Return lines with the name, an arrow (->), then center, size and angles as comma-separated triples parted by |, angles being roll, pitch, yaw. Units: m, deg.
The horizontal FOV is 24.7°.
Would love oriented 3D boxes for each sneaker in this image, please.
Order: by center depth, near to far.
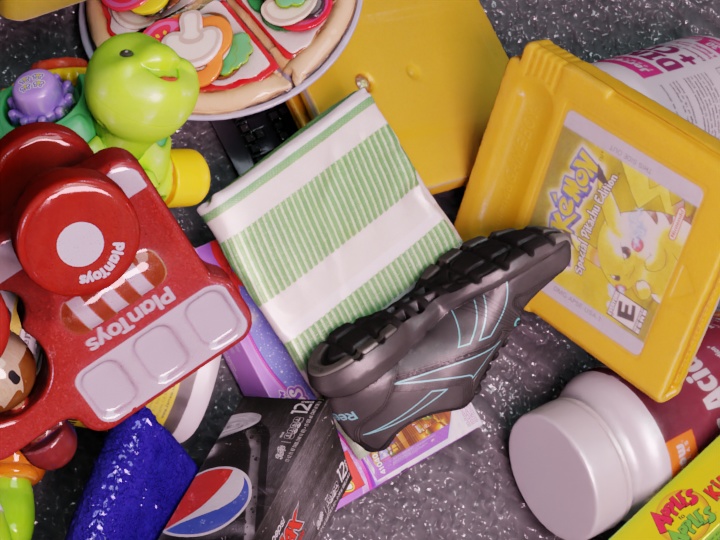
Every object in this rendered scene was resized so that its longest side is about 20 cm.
sneaker -> 0.059, 0.041, 1.080 | 0.200, 0.075, 0.079 | -32, 111, -13

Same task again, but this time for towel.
towel -> -0.137, 0.199, 0.980 | 0.049, 0.148, 0.201 | 7, 62, 20
towel -> 0.000, 0.000, 1.098 | 0.152, 0.023, 0.200 | -38, 103, -21

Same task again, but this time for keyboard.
keyboard -> -0.066, -0.154, 1.189 | 0.127, 0.021, 0.201 | -25, 86, -28

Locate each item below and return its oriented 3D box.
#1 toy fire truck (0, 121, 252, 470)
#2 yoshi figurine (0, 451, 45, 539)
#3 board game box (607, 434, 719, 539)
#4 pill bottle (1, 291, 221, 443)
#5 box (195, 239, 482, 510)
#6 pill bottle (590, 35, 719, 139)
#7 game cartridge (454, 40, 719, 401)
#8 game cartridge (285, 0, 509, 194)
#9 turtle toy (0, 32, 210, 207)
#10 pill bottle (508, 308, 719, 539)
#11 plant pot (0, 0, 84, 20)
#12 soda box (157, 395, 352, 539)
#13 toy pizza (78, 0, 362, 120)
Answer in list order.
toy fire truck -> -0.176, 0.028, 0.916 | 0.200, 0.112, 0.168 | -36, 120, -7
yoshi figurine -> -0.231, 0.201, 0.977 | 0.112, 0.112, 0.201 | 31, 45, -50
board game box -> 0.240, 0.175, 1.129 | 0.200, 0.102, 0.048 | -43, 55, -2
pill bottle -> -0.193, 0.036, 1.020 | 0.199, 0.111, 0.112 | 14, 69, -19
box -> -0.021, 0.051, 1.133 | 0.137, 0.039, 0.200 | -26, 86, -29
pill bottle -> 0.204, -0.104, 1.215 | 0.200, 0.113, 0.114 | -21, 83, -44
game cartridge -> 0.158, -0.036, 1.105 | 0.200, 0.177, 0.032 | 35, 34, 29
game cartridge -> 0.031, -0.137, 1.199 | 0.200, 0.032, 0.177 | -16, 76, -40
turtle toy -> -0.169, -0.085, 1.022 | 0.145, 0.200, 0.102 | -6, 88, -41
pill bottle -> 0.212, 0.110, 1.176 | 0.200, 0.114, 0.114 | -22, 84, -28
plant pot -> -0.186, -0.312, 1.055 | 0.200, 0.177, 0.200 | -25, 57, -28
soda box -> -0.073, 0.164, 0.989 | 0.200, 0.063, 0.071 | -61, 143, -48
toy pizza -> -0.098, -0.192, 1.126 | 0.199, 0.032, 0.201 | -3, 63, 6
